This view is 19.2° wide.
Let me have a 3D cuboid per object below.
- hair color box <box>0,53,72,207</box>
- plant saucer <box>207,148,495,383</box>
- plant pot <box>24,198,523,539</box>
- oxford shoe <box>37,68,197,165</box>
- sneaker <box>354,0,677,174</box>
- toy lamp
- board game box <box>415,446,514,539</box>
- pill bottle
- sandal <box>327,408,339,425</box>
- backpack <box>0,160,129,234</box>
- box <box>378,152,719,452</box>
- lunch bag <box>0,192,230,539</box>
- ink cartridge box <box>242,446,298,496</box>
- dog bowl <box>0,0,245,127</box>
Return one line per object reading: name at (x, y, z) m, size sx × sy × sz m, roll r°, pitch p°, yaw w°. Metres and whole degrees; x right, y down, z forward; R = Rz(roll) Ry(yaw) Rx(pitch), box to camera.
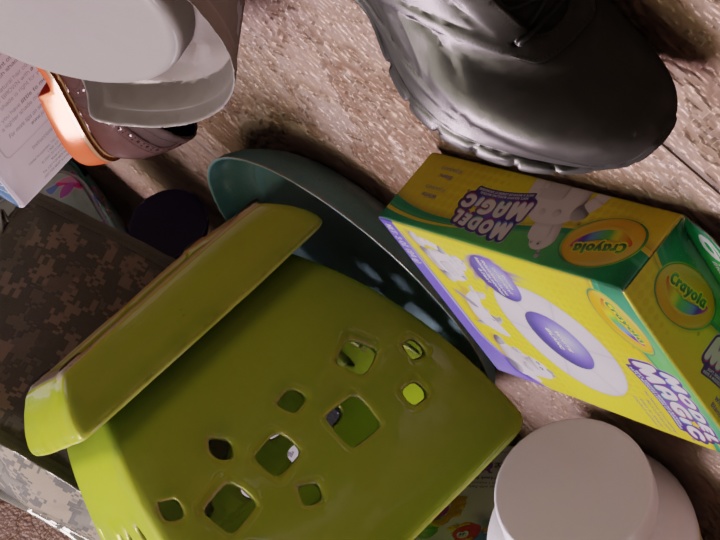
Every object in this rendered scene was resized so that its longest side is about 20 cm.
hair color box at (-0.218, -0.139, 1.166) m, size 0.060 × 0.100 × 0.200 m, roll 27°, pitch 158°, yaw 44°
plant saucer at (0.000, 0.000, 1.166) m, size 0.200 × 0.027 × 0.200 m, roll 38°, pitch 163°, yaw 14°
plant pot at (-0.062, 0.083, 1.144) m, size 0.182 × 0.200 × 0.199 m, roll 50°, pitch 163°, yaw -5°
oxford shoe at (-0.144, -0.138, 1.102) m, size 0.072 × 0.071 × 0.200 m, roll -2°, pitch 140°, yaw 25°
sneaker at (0.030, -0.110, 0.737) m, size 0.200 × 0.076 × 0.091 m, roll 38°, pitch 157°, yaw 2°
toy lamp at (-0.098, 0.023, 1.398) m, size 0.058 × 0.058 × 0.200 m, roll 33°, pitch 162°, yaw 26°
board game box at (0.043, 0.208, 1.228) m, size 0.104 × 0.200 × 0.103 m, roll -1°, pitch 131°, yaw 23°
pill bottle at (0.129, 0.160, 1.137) m, size 0.112 × 0.112 × 0.200 m, roll 31°, pitch 161°, yaw 31°
sandal at (0.049, 0.112, 1.332) m, size 0.200 × 0.048 × 0.075 m, roll 29°, pitch 163°, yaw -5°
backpack at (-0.212, 0.041, 1.448) m, size 0.200 × 0.175 × 0.153 m, roll 57°, pitch 166°, yaw 3°
box at (0.106, 0.016, 0.933) m, size 0.200 × 0.048 × 0.117 m, roll 16°, pitch 151°, yaw 53°
lunch bag at (-0.163, 0.068, 1.287) m, size 0.200 × 0.164 × 0.118 m, roll 32°, pitch 153°, yaw -11°
ink cartridge box at (-0.017, 0.171, 1.463) m, size 0.200 × 0.084 × 0.146 m, roll 32°, pitch 172°, yaw -32°
dog bowl at (-0.141, -0.141, 0.963) m, size 0.199 × 0.059 × 0.200 m, roll 17°, pitch 158°, yaw 7°
